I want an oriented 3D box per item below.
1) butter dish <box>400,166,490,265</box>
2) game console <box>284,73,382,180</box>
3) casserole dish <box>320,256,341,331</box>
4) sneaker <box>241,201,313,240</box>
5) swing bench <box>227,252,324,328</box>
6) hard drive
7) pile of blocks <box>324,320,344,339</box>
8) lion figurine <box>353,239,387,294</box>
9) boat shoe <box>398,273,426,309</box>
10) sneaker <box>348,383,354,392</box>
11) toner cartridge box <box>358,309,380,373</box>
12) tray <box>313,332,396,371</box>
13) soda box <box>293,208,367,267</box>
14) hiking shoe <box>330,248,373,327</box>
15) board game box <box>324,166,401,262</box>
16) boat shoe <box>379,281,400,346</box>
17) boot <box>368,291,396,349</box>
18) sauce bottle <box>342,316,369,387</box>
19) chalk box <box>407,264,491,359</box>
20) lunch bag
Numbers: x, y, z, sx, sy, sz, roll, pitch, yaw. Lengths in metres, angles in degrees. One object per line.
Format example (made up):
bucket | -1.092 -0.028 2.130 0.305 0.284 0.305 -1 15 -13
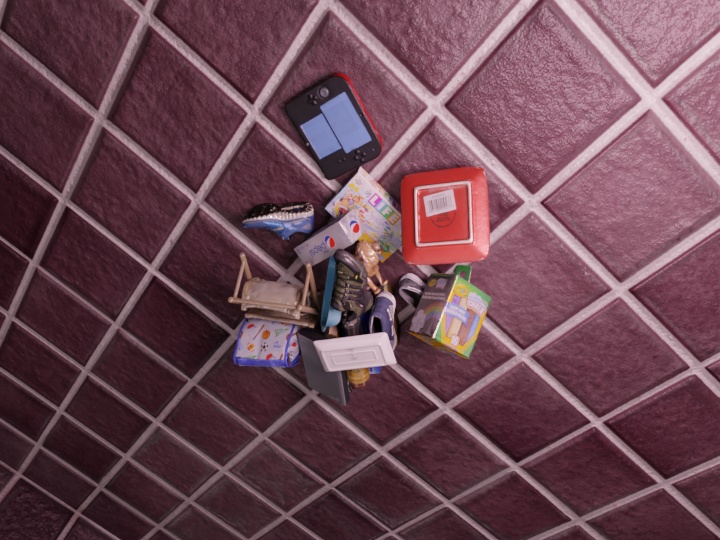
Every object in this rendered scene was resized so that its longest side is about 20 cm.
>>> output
butter dish | 0.197 -0.111 1.305 0.193 0.147 0.208 -4 83 20
game console | -0.058 -0.318 1.304 0.173 0.031 0.203 -21 114 27
casserole dish | -0.066 0.054 1.473 0.037 0.121 0.208 9 85 -11
sneaker | -0.206 -0.113 1.455 0.192 0.079 0.092 1 122 16
swing bench | -0.208 0.066 1.499 0.191 0.134 0.201 6 157 12
hard drive | -0.097 0.260 1.569 0.136 0.033 0.205 20 134 31
pile of blocks | -0.040 0.178 1.585 0.079 0.064 0.201 -3 153 16
lion figurine | 0.000 0.000 1.453 0.124 0.072 0.199 52 149 -6
boat shoe | 0.178 0.089 1.484 0.198 0.069 0.072 39 125 -11
sneaker | -0.067 0.286 1.672 0.088 0.068 0.202 12 154 24
toner cartridge box | 0.018 0.169 1.569 0.042 0.096 0.205 -5 121 20
tray | -0.015 0.210 1.446 0.193 0.023 0.110 -9 124 17
soda box | -0.075 -0.075 1.412 0.197 0.068 0.064 -26 104 47
hiking shoe | -0.031 0.045 1.373 0.074 0.101 0.204 21 145 40
board game box | 0.027 -0.131 1.401 0.199 0.035 0.134 41 124 -13
boat shoe | 0.064 0.119 1.535 0.062 0.074 0.206 -4 122 12
boot | 0.048 0.159 1.471 0.070 0.091 0.206 10 128 18
sauce bottle | -0.016 0.210 1.507 0.063 0.067 0.206 0 125 16
chalk box | 0.222 0.086 1.402 0.122 0.205 0.123 30 169 -23
lunch bag | -0.240 0.187 1.591 0.163 0.202 0.127 -1 124 15
